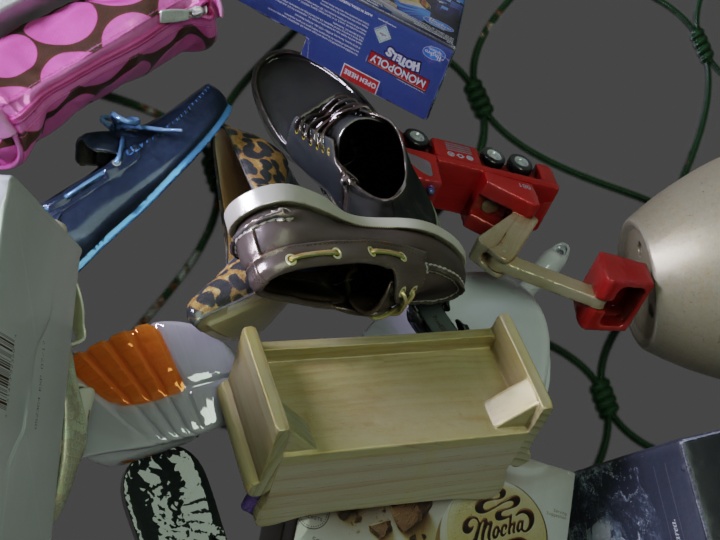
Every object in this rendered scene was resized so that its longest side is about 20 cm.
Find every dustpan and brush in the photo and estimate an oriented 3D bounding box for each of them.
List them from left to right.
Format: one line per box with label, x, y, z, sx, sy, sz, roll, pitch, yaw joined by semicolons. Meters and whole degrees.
dustpan and brush;0.107;0.034;0.963;0.139;0.057;0.200;36;64;15

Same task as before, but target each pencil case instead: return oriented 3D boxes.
pencil case;-0.189;-0.146;0.869;0.200;0.093;0.092;-40;134;-29

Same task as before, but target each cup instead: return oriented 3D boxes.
cup;0.281;0.003;0.982;0.141;0.200;0.203;-8;76;-4

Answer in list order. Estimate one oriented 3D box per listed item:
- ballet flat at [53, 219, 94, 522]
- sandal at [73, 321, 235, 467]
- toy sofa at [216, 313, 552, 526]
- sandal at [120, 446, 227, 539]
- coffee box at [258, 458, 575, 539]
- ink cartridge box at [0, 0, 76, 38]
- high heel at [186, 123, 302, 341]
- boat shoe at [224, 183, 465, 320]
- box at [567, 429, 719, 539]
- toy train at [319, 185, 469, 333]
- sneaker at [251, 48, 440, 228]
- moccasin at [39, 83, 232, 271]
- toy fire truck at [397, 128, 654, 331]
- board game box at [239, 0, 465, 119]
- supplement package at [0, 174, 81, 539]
ballet flat;-0.190;0.058;0.778;0.062;0.067;0.203;6;72;-51
sandal;-0.175;0.092;0.832;0.204;0.059;0.080;-15;71;-3
toy sofa;0.013;0.092;0.810;0.197;0.098;0.083;-2;47;-24
sandal;-0.100;0.210;0.825;0.075;0.048;0.202;-24;83;-26
coffee box;0.038;0.172;0.875;0.198;0.080;0.114;19;67;-16
ink cartridge box;-0.272;-0.264;0.885;0.146;0.086;0.201;-37;88;-27
high heel;-0.093;-0.031;0.856;0.143;0.071;0.200;50;28;7
boat shoe;0.000;0.000;0.803;0.199;0.072;0.060;16;49;-46
box;0.232;0.219;0.871;0.116;0.200;0.199;-7;76;-24
toy train;0.021;-0.012;0.923;0.034;0.046;0.201;-28;65;-10
sneaker;-0.015;-0.103;0.882;0.075;0.106;0.200;-37;66;-7
moccasin;-0.168;-0.069;0.867;0.068;0.080;0.200;46;62;-10
toy fire truck;0.108;-0.031;0.949;0.197;0.049;0.142;12;38;-19
board game box;0.005;-0.216;0.967;0.198;0.062;0.200;29;32;8
supplement package;-0.270;0.057;0.671;0.197;0.147;0.194;2;75;3
